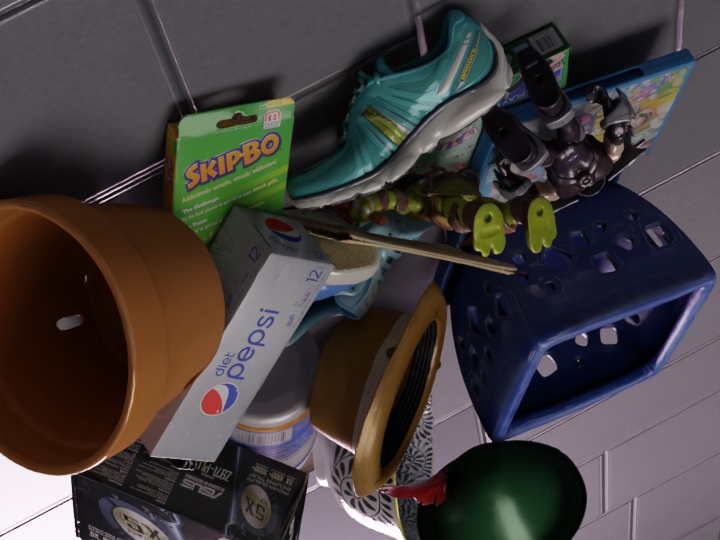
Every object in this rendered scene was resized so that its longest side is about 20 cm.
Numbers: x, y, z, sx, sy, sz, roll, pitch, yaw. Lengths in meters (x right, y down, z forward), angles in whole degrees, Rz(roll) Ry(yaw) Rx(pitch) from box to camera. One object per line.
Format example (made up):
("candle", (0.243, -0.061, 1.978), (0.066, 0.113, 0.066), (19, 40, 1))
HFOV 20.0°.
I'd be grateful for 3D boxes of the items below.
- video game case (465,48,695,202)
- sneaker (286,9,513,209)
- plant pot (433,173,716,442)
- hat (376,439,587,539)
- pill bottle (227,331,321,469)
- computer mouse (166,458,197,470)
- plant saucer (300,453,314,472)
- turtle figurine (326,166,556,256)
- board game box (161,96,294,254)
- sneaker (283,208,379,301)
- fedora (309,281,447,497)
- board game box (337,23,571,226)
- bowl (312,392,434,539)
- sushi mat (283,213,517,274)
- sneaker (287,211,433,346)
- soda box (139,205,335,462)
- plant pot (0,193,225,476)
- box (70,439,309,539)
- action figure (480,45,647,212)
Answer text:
("video game case", (0.182, -0.115, 1.750), (0.199, 0.018, 0.143), (-20, 155, -22))
("sneaker", (0.020, -0.121, 1.561), (0.200, 0.080, 0.078), (-38, -162, 3))
("plant pot", (0.180, 0.013, 1.873), (0.199, 0.180, 0.200), (-19, 155, -21))
("hat", (0.110, 0.170, 1.864), (0.165, 0.200, 0.177), (-15, 128, 7))
("pill bottle", (-0.093, 0.129, 1.877), (0.112, 0.112, 0.200), (-23, 156, -15))
("computer mouse", (-0.169, 0.091, 1.661), (0.046, 0.140, 0.200), (-51, 166, -39))
("plant saucer", (-0.049, 0.154, 2.077), (0.199, 0.032, 0.200), (-26, 157, -12))
("turtle figurine", (0.085, -0.050, 1.650), (0.199, 0.161, 0.065), (10, 93, -36))
("board game box", (-0.104, -0.047, 1.550), (0.095, 0.030, 0.201), (-13, 135, -25))
("sneaker", (-0.086, 0.015, 1.695), (0.199, 0.077, 0.111), (-8, 143, -33))
("fedora", (0.010, 0.095, 1.785), (0.201, 0.081, 0.202), (18, 90, -76))
("board game box", (0.077, -0.117, 1.683), (0.199, 0.029, 0.135), (-26, 157, -10))
("bowl", (0.009, 0.164, 1.961), (0.094, 0.202, 0.201), (1, 160, 13))
("sushi mat", (0.030, -0.021, 1.665), (0.199, 0.095, 0.012), (10, 95, -44))
("sneaker", (0.000, 0.000, 1.762), (0.199, 0.082, 0.074), (-32, 157, 4))
("soda box", (-0.105, 0.051, 1.570), (0.068, 0.063, 0.201), (10, 120, -42))
("plant pot", (-0.192, 0.033, 1.487), (0.140, 0.200, 0.200), (-21, 158, -50))
("box", (-0.156, 0.216, 1.862), (0.164, 0.199, 0.086), (102, 11, -60))
("action figure", (0.161, -0.104, 1.650), (0.130, 0.069, 0.200), (-43, 155, 6))
